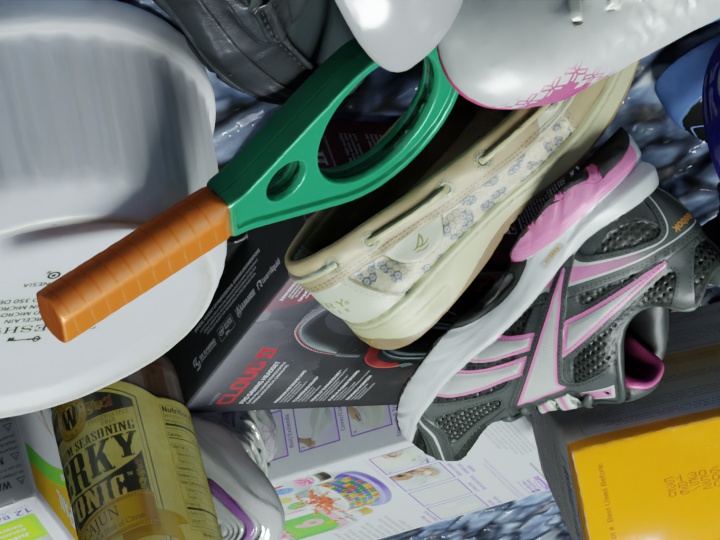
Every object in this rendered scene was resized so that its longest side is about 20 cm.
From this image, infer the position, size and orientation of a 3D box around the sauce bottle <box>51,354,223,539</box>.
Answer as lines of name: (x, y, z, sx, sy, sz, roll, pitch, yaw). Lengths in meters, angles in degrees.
sauce bottle: (-0.106, 0.080, 0.981, 0.064, 0.201, 0.065, -14, 151, -8)

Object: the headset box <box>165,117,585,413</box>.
headset box: (0.000, 0.000, 1.042, 0.199, 0.075, 0.149, 1, 146, -35)

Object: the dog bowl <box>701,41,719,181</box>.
dog bowl: (0.254, -0.057, 0.970, 0.199, 0.201, 0.079, 1, 148, -36)

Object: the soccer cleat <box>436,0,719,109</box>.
soccer cleat: (0.118, -0.125, 0.859, 0.199, 0.070, 0.086, -26, -179, -31)

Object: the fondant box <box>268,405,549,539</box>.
fondant box: (0.011, 0.104, 1.236, 0.199, 0.059, 0.144, -19, 154, 13)

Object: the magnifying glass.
magnifying glass: (-0.039, -0.035, 0.841, 0.200, 0.022, 0.080, -36, 152, -22)

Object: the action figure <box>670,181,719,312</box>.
action figure: (0.174, 0.002, 1.175, 0.130, 0.070, 0.200, -1, 151, -42)

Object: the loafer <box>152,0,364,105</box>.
loafer: (-0.042, -0.117, 0.798, 0.070, 0.069, 0.200, -12, 154, 24)

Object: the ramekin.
ramekin: (-0.146, -0.017, 0.891, 0.201, 0.095, 0.203, -16, 152, -9)

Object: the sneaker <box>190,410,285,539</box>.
sneaker: (-0.075, 0.088, 1.086, 0.099, 0.200, 0.075, -15, 109, -24)

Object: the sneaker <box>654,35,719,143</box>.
sneaker: (0.232, -0.067, 1.071, 0.199, 0.078, 0.070, 4, 144, -39)

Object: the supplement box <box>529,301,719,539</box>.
supplement box: (0.153, 0.080, 1.049, 0.125, 0.074, 0.200, -12, -168, 0)

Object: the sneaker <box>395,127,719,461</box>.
sneaker: (0.088, 0.035, 0.957, 0.080, 0.086, 0.200, -41, 170, -42)

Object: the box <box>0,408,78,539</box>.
box: (-0.202, 0.121, 1.103, 0.112, 0.102, 0.200, -18, 153, -2)

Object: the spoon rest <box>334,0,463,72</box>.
spoon rest: (-0.005, -0.154, 0.758, 0.060, 0.100, 0.200, 0, 144, 19)

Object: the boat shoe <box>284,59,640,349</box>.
boat shoe: (0.049, -0.060, 0.916, 0.063, 0.073, 0.200, 38, 86, -32)
